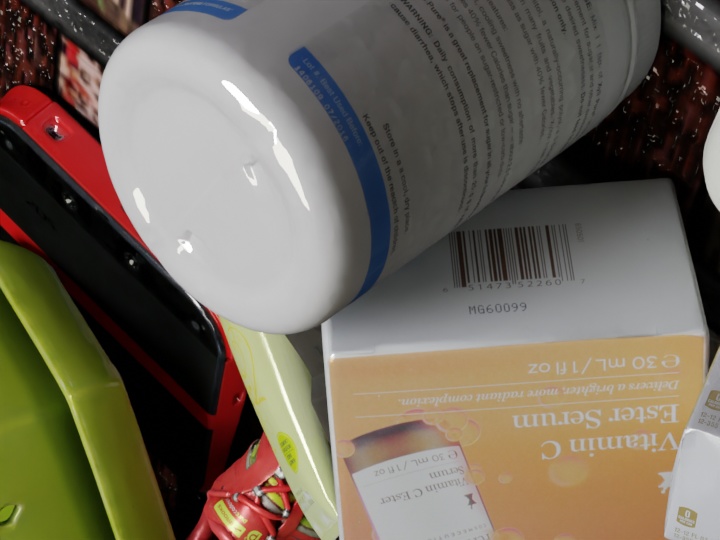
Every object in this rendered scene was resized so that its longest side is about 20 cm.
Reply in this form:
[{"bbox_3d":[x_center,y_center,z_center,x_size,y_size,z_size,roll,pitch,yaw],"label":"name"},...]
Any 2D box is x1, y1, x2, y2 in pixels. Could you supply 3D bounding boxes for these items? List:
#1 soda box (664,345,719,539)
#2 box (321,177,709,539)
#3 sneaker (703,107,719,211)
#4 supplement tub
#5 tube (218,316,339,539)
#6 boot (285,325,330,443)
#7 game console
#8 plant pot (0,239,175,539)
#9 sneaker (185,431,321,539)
[{"bbox_3d":[0.218,0.087,1.007,0.199,0.068,0.064,17,134,14],"label":"soda box"},{"bbox_3d":[0.064,0.076,1.143,0.107,0.152,0.201,-94,-1,-54],"label":"box"},{"bbox_3d":[0.173,-0.051,0.988,0.073,0.085,0.200,54,147,-1],"label":"sneaker"},{"bbox_3d":[0.009,-0.076,1.063,0.132,0.200,0.132,31,139,32],"label":"supplement tub"},{"bbox_3d":[-0.041,0.033,1.290,0.052,0.058,0.201,-23,80,31],"label":"tube"},{"bbox_3d":[0.000,0.000,1.249,0.073,0.075,0.201,-12,103,45],"label":"boot"},{"bbox_3d":[-0.134,0.009,1.468,0.200,0.031,0.177,44,150,18],"label":"game console"},{"bbox_3d":[-0.208,0.113,1.432,0.199,0.181,0.201,49,158,53],"label":"plant pot"},{"bbox_3d":[-0.035,0.112,1.376,0.077,0.085,0.200,48,145,10],"label":"sneaker"}]
